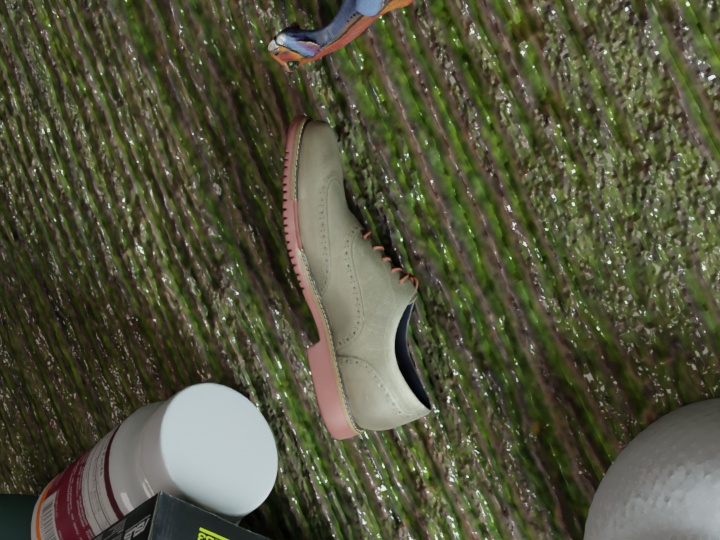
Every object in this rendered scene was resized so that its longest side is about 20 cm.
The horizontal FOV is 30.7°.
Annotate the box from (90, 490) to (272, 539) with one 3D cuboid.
[{"bbox_3d":[-0.110,0.238,0.918,0.199,0.192,0.048,-36,37,42],"label":"box"}]

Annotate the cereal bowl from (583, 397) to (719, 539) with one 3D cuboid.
[{"bbox_3d":[0.195,0.172,0.672,0.198,0.083,0.203,17,116,38],"label":"cereal bowl"}]

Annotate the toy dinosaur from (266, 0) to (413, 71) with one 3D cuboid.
[{"bbox_3d":[0.015,-0.161,0.722,0.199,0.105,0.182,35,147,13],"label":"toy dinosaur"}]

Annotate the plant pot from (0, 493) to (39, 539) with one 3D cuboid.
[{"bbox_3d":[-0.261,0.268,1.070,0.133,0.200,0.203,-20,92,10],"label":"plant pot"}]

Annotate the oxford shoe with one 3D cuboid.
[{"bbox_3d":[0.000,0.000,0.816,0.074,0.070,0.203,-10,97,17],"label":"oxford shoe"}]

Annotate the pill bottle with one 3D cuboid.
[{"bbox_3d":[-0.152,0.165,0.964,0.199,0.113,0.115,-37,79,43],"label":"pill bottle"}]
